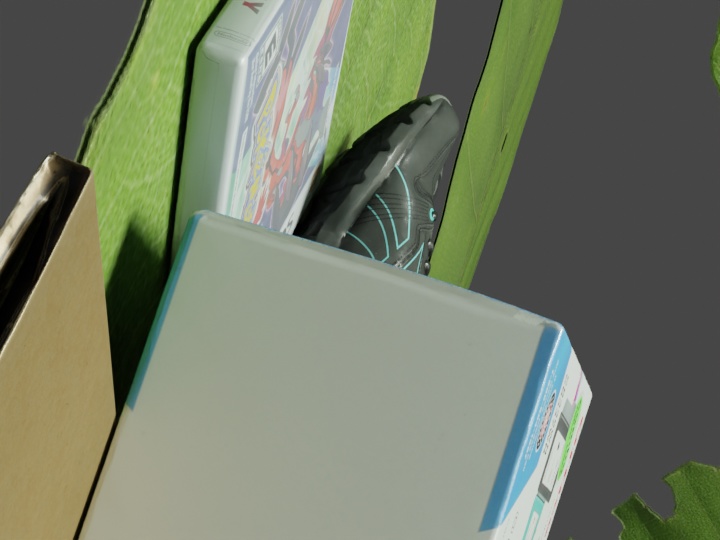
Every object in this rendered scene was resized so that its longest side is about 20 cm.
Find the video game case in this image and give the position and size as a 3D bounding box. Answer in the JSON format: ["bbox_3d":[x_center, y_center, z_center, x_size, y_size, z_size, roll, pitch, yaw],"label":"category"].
[{"bbox_3d":[-0.040,-0.063,0.819,0.182,0.023,0.200,-65,170,-47],"label":"video game case"}]

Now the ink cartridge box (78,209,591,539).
[{"bbox_3d":[-0.001,0.082,0.751,0.200,0.146,0.147,44,64,-76],"label":"ink cartridge box"}]

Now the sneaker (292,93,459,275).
[{"bbox_3d":[0.000,0.000,0.931,0.200,0.079,0.075,-57,-164,-24],"label":"sneaker"}]

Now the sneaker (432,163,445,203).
[{"bbox_3d":[0.010,-0.048,1.090,0.200,0.070,0.083,87,16,-84],"label":"sneaker"}]

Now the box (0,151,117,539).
[{"bbox_3d":[-0.117,0.083,0.586,0.200,0.021,0.164,96,13,-58],"label":"box"}]
